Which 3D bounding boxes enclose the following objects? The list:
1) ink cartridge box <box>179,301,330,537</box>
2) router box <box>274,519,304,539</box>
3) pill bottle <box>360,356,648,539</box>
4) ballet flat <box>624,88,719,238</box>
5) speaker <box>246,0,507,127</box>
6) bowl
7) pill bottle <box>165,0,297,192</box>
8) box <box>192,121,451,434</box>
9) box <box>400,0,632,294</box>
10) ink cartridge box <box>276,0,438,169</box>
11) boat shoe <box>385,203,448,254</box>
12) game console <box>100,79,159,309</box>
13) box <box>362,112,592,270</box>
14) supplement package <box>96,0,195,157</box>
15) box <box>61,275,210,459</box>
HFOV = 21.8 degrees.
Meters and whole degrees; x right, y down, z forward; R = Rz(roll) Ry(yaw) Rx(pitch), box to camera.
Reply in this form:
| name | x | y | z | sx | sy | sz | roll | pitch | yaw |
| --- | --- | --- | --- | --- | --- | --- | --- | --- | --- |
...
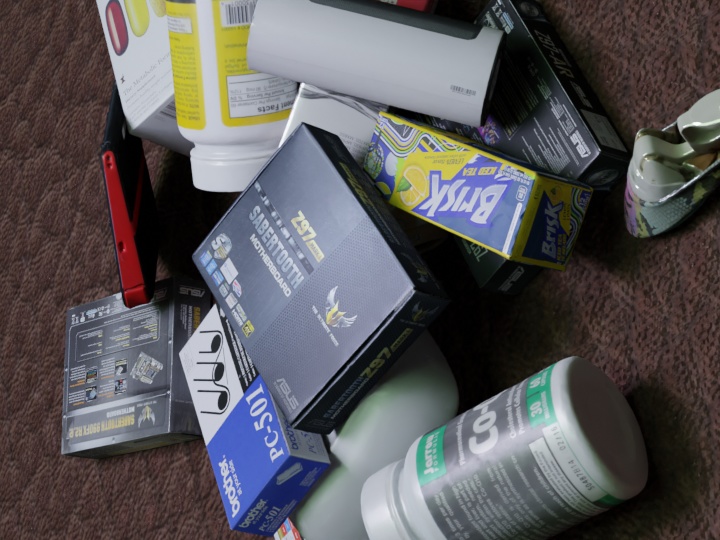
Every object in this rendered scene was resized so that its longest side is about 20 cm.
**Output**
| name | x | y | z | sx | sy | sz | roll | pitch | yaw |
| --- | --- | --- | --- | --- | --- | --- | --- | --- | --- |
| ink cartridge box | -0.090 | 0.112 | 1.545 | 0.094 | 0.044 | 0.200 | -53 | 39 | 28 |
| router box | 0.019 | 0.245 | 1.564 | 0.180 | 0.049 | 0.200 | -49 | 47 | 31 |
| pill bottle | 0.105 | 0.156 | 1.403 | 0.200 | 0.113 | 0.113 | -31 | 57 | 27 |
| ballet flat | 0.246 | -0.094 | 1.359 | 0.200 | 0.071 | 0.069 | -39 | 53 | 38 |
| speaker | 0.011 | -0.175 | 1.497 | 0.199 | 0.081 | 0.081 | 15 | 93 | 8 |
| bowl | -0.021 | 0.118 | 1.550 | 0.200 | 0.074 | 0.200 | -58 | 37 | 18 |
| pill bottle | -0.115 | -0.179 | 1.707 | 0.114 | 0.114 | 0.201 | 15 | 114 | 51 |
| box | -0.036 | 0.005 | 1.489 | 0.158 | 0.051 | 0.200 | -48 | 54 | 21 |
| box | 0.121 | -0.106 | 1.534 | 0.160 | 0.043 | 0.200 | -51 | 46 | 29 |
| ink cartridge box | -0.003 | -0.166 | 1.616 | 0.147 | 0.083 | 0.201 | -59 | -10 | -80 |
| boat shoe | 0.000 | 0.000 | 1.642 | 0.200 | 0.072 | 0.076 | -41 | 67 | 38 |
| game console | -0.231 | -0.075 | 1.849 | 0.200 | 0.031 | 0.177 | -98 | -2 | -63 |
| box | 0.086 | -0.064 | 1.469 | 0.200 | 0.064 | 0.070 | 27 | 102 | 49 |
| supplement package | -0.177 | -0.228 | 1.867 | 0.114 | 0.109 | 0.200 | -38 | 53 | 28 |
| box | -0.229 | 0.102 | 1.903 | 0.200 | 0.048 | 0.159 | -17 | 69 | 47 |
